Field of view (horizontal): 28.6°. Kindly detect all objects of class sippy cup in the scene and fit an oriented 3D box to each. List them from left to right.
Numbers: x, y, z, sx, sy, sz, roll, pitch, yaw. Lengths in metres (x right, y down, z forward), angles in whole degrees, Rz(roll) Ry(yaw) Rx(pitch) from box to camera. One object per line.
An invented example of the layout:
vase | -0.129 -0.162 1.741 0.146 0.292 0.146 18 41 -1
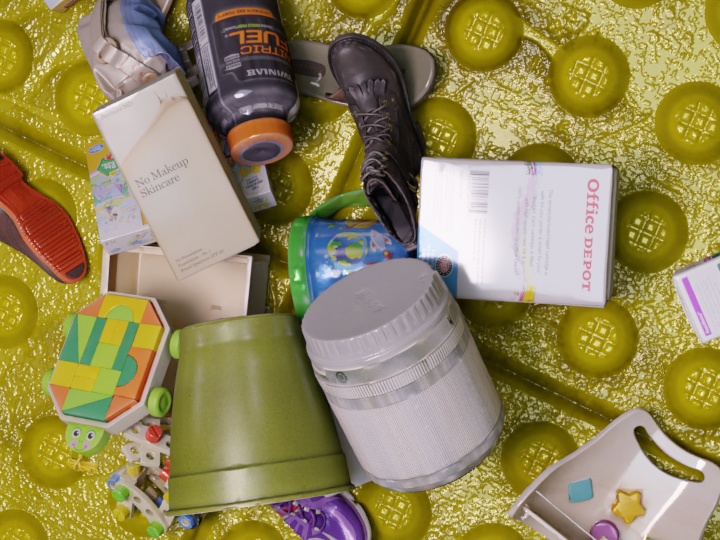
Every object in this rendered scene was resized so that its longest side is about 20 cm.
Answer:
sippy cup | 0.000 0.000 1.557 0.130 0.140 0.179 -7 92 12

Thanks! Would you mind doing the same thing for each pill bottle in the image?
pill bottle | -0.126 -0.219 1.563 0.106 0.106 0.201 -18 69 14

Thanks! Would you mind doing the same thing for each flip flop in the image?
flip flop | -0.012 -0.225 1.589 0.199 0.058 0.082 11 91 16

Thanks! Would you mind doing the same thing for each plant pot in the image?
plant pot | -0.117 0.148 1.491 0.199 0.200 0.194 -10 82 14

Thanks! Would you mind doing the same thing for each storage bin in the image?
storage bin | -0.213 0.072 1.634 0.197 0.094 0.201 6 94 13

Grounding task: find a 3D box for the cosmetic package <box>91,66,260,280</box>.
cosmetic package | -0.194 -0.104 1.511 0.103 0.073 0.201 -26 105 3

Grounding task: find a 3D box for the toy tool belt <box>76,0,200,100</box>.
toy tool belt | -0.238 -0.239 1.596 0.123 0.125 0.200 -33 51 6

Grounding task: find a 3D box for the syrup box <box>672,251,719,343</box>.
syrup box | 0.433 0.001 1.483 0.199 0.079 0.082 -23 88 14

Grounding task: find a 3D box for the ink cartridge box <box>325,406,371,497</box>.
ink cartridge box | 0.028 0.148 1.584 0.199 0.084 0.147 -22 88 13

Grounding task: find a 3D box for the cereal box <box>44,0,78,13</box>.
cereal box | -0.359 -0.427 1.673 0.144 0.040 0.201 -34 86 12

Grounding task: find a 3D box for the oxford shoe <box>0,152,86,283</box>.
oxford shoe | -0.407 -0.056 1.699 0.200 0.071 0.073 50 130 4

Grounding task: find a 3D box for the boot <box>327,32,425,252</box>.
boot | 0.021 -0.139 1.497 0.069 0.174 0.200 -22 117 18

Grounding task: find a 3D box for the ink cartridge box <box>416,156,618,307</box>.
ink cartridge box | 0.171 -0.043 1.509 0.199 0.146 0.148 4 93 13

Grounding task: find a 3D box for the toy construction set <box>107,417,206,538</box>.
toy construction set | -0.223 0.232 1.614 0.131 0.200 0.092 35 56 8

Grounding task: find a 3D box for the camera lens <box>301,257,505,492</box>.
camera lens | 0.045 0.110 1.427 0.159 0.160 0.201 -20 115 13

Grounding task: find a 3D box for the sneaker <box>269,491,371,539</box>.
sneaker | -0.078 0.263 1.616 0.200 0.083 0.081 39 100 8

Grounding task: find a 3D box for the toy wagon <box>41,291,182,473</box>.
toy wagon | -0.275 0.121 1.542 0.154 0.040 0.201 7 66 25

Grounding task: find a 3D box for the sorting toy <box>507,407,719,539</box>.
sorting toy | 0.293 0.252 1.525 0.200 0.107 0.180 38 93 9

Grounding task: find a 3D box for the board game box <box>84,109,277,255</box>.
board game box | -0.205 -0.108 1.606 0.199 0.034 0.135 -17 61 2
